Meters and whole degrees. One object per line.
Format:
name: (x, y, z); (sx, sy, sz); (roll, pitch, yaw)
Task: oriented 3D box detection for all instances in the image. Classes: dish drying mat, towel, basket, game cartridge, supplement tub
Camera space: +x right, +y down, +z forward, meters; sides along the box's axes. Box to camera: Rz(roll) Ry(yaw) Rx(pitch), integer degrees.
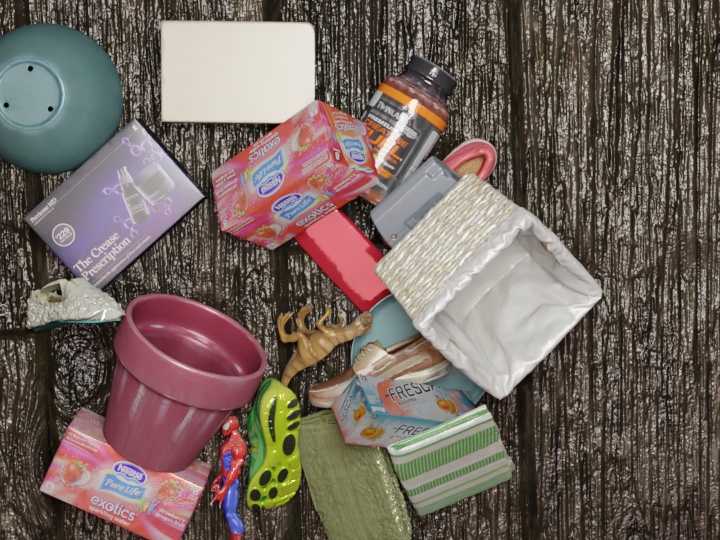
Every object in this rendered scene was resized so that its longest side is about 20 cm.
dish drying mat: (0.000, 0.000, 1.760); (0.077, 0.018, 0.200); (-43, 97, 4)
towel: (0.124, 0.257, 1.718); (0.152, 0.200, 0.023); (-24, 54, 1)
towel: (-0.011, 0.282, 1.741); (0.148, 0.036, 0.201); (-16, 96, 38)
basket: (0.159, 0.013, 1.619); (0.200, 0.161, 0.198); (-45, 129, 5)
game cartridge: (0.111, -0.058, 1.693); (0.133, 0.041, 0.200); (-43, 130, 17)
supplement tub: (0.047, -0.184, 1.702); (0.107, 0.107, 0.200); (31, 93, -5)

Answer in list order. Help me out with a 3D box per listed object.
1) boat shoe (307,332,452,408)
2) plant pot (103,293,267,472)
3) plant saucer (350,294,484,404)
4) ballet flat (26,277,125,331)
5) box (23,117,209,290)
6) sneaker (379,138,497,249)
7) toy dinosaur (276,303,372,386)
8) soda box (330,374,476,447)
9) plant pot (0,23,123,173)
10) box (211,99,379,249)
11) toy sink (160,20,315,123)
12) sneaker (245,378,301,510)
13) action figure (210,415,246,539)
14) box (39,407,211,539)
boat shoe: (0.021, 0.128, 1.712); (0.199, 0.076, 0.072); (-18, 99, -10)
plant pot: (-0.247, 0.157, 1.684); (0.199, 0.200, 0.180); (25, 109, -5)
plant saucer: (0.085, 0.116, 1.760); (0.199, 0.027, 0.201); (-1, 103, -4)
ballet flat: (-0.380, 0.042, 1.668); (0.072, 0.200, 0.072); (7, 80, -43)
box: (-0.324, -0.085, 1.707); (0.200, 0.079, 0.141); (-42, 93, 1)
sneaker: (0.102, -0.107, 1.721); (0.200, 0.087, 0.074); (-43, 95, 1)
toy dinosaur: (-0.073, 0.108, 1.736); (0.200, 0.060, 0.106); (-40, 71, 22)
soda box: (0.063, 0.190, 1.675); (0.199, 0.064, 0.068); (12, 130, -37)
plant pot: (-0.416, -0.225, 1.660); (0.199, 0.135, 0.201); (0, 95, -3)
box: (-0.086, -0.120, 1.648); (0.200, 0.100, 0.096); (-30, 58, 31)
toy sink: (-0.155, -0.257, 1.683); (0.199, 0.112, 0.131); (0, 95, 2)
sneaker: (-0.119, 0.238, 1.750); (0.074, 0.084, 0.201); (3, 113, -17)
action figure: (-0.181, 0.297, 1.753); (0.051, 0.065, 0.201); (4, 96, -10)
box: (-0.313, 0.279, 1.726); (0.199, 0.095, 0.103); (26, 98, -5)
